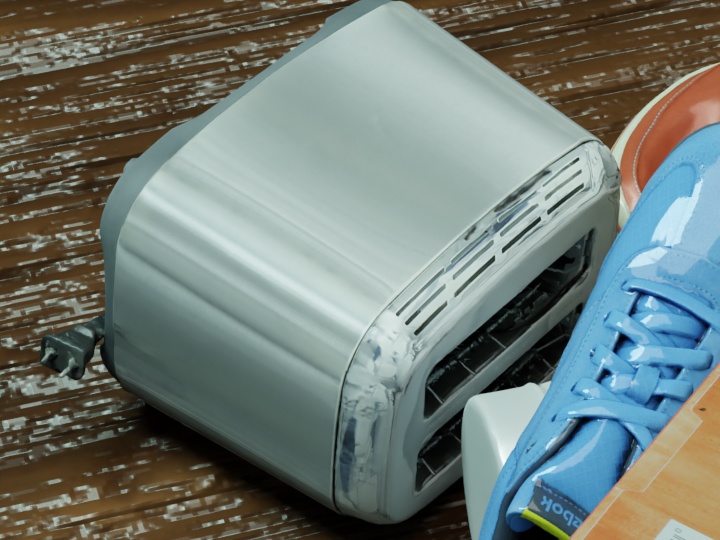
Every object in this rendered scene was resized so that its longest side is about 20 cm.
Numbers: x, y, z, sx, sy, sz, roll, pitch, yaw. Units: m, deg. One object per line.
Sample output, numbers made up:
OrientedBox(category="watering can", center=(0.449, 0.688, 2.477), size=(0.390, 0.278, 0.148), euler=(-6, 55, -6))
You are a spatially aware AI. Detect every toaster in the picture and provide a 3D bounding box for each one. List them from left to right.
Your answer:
OrientedBox(category="toaster", center=(0.000, 0.000, 0.982), size=(0.129, 0.114, 0.200), euler=(30, 47, 26))

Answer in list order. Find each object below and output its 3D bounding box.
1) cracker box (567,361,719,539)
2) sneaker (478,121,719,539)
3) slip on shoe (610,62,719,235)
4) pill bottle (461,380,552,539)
OrientedBox(category="cracker box", center=(0.094, 0.128, 0.777), size=(0.057, 0.201, 0.134), euler=(25, 48, 24))
OrientedBox(category="sneaker", center=(0.081, 0.047, 0.819), size=(0.066, 0.078, 0.201), euler=(22, 84, 16))
OrientedBox(category="slip on shoe", center=(0.168, -0.058, 1.068), size=(0.199, 0.061, 0.074), euler=(-28, 83, -29))
OrientedBox(category="pill bottle", center=(0.137, 0.064, 0.914), size=(0.198, 0.110, 0.110), euler=(-9, 43, -9))
